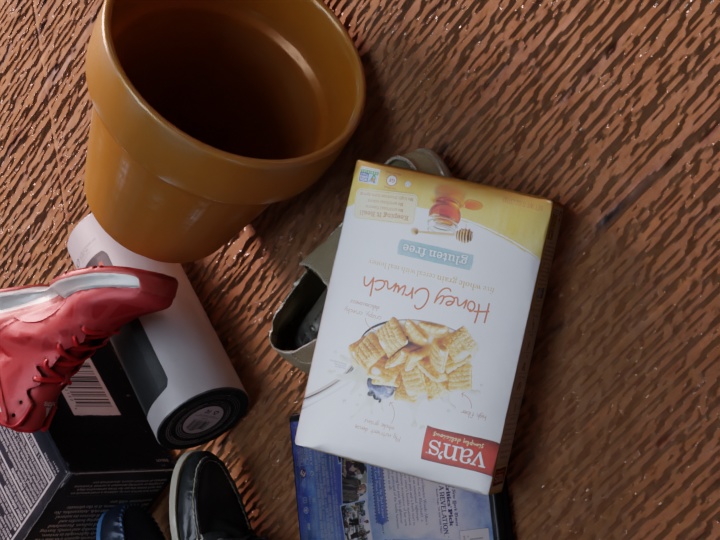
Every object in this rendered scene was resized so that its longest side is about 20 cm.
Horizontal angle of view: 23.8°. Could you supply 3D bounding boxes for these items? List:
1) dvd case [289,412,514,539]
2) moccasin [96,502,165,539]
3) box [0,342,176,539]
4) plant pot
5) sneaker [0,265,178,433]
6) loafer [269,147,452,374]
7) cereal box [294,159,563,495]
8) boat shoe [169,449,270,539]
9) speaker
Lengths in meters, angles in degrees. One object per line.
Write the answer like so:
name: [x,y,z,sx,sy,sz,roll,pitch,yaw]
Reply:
dvd case: [0.026,0.161,1.220,0.200,0.018,0.143,-15,76,44]
moccasin: [-0.142,0.272,1.351,0.068,0.080,0.201,-31,80,34]
box: [-0.284,0.159,1.453,0.199,0.123,0.200,-52,54,27]
plant pot: [-0.122,-0.107,1.279,0.183,0.200,0.201,-53,52,48]
sneaker: [-0.219,0.066,1.313,0.199,0.078,0.116,-12,73,38]
loafer: [0.000,0.000,1.220,0.076,0.068,0.200,48,119,35]
cereal box: [0.045,0.037,1.147,0.143,0.040,0.201,12,91,19]
boat shoe: [-0.092,0.231,1.294,0.066,0.074,0.200,-18,76,40]
speaker: [-0.165,0.041,1.374,0.081,0.081,0.200,-49,56,31]
